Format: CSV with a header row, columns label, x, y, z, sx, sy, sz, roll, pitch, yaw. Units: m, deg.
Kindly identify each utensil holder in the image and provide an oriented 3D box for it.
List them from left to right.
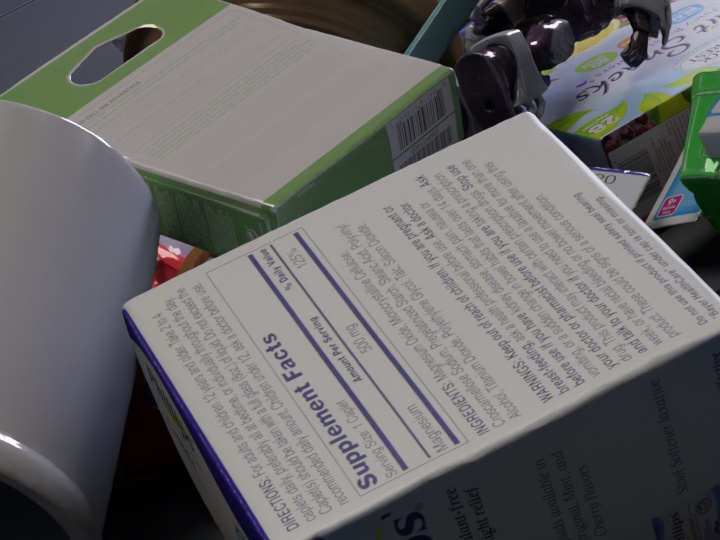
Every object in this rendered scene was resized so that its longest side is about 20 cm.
label,x,y,z,sx,sy,sz,roll,pitch,yaw
utensil holder,-0.185,0.045,1.110,0.170,0.170,0.200,-13,46,26

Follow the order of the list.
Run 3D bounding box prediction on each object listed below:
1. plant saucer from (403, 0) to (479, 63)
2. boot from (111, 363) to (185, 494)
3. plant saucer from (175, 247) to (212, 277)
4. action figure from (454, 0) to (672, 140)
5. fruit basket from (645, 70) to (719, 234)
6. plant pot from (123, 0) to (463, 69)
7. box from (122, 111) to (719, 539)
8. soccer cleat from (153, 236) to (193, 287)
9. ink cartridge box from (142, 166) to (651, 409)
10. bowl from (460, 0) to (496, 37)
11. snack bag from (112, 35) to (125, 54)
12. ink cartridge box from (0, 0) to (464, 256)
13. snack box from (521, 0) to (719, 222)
label,x,y,z,sx,sy,sz,roll,pitch,yaw
plant saucer,0.048,-0.137,1.298,0.200,0.019,0.070,-55,3,-4
boot,-0.131,0.092,1.201,0.200,0.075,0.107,-2,47,33
plant saucer,0.000,0.000,1.247,0.200,0.032,0.200,-7,31,4
action figure,0.096,-0.122,1.305,0.130,0.069,0.200,-20,19,42
fruit basket,0.243,-0.104,1.180,0.185,0.094,0.200,-1,55,46
plant pot,-0.042,-0.092,1.380,0.201,0.201,0.093,-13,48,26
box,0.034,0.055,0.964,0.200,0.105,0.184,-25,37,-10
soccer cleat,-0.082,0.000,1.392,0.200,0.067,0.076,-4,11,42
ink cartridge box,0.023,0.010,1.159,0.196,0.043,0.200,7,34,21
bowl,0.030,-0.187,1.519,0.200,0.039,0.201,-15,49,19
snack bag,-0.029,-0.108,1.451,0.200,0.189,0.021,-12,49,26
ink cartridge box,-0.069,-0.076,1.225,0.200,0.048,0.146,19,44,36
snack box,0.181,-0.102,1.350,0.200,0.068,0.169,-31,21,-17
